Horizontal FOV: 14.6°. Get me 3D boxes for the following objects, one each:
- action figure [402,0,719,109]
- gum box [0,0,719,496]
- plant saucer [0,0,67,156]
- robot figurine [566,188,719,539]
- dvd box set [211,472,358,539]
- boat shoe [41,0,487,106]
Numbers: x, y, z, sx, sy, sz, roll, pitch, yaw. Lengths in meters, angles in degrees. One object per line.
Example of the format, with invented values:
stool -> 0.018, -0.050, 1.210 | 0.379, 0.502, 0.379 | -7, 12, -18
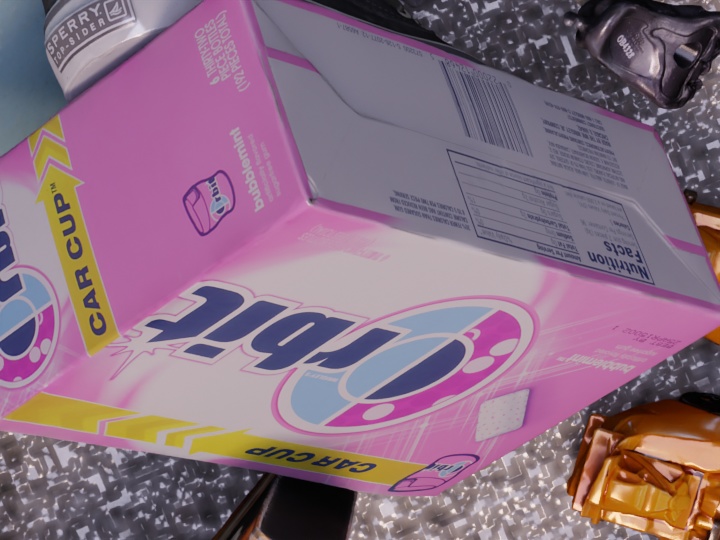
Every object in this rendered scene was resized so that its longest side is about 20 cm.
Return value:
action figure -> 0.030, -0.126, 0.789 | 0.199, 0.102, 0.119 | 35, 106, 21
gum box -> 0.000, 0.000, 0.749 | 0.113, 0.199, 0.067 | -34, 61, 29
plant saucer -> -0.107, -0.076, 0.719 | 0.027, 0.200, 0.201 | 30, 99, 35
robot figurine -> 0.169, 0.051, 0.833 | 0.198, 0.058, 0.146 | 14, 99, -2
dvd box set -> -0.075, 0.144, 0.800 | 0.029, 0.146, 0.200 | 38, 97, -2
boat shoe -> -0.015, -0.061, 0.767 | 0.068, 0.200, 0.057 | -28, 66, 25
